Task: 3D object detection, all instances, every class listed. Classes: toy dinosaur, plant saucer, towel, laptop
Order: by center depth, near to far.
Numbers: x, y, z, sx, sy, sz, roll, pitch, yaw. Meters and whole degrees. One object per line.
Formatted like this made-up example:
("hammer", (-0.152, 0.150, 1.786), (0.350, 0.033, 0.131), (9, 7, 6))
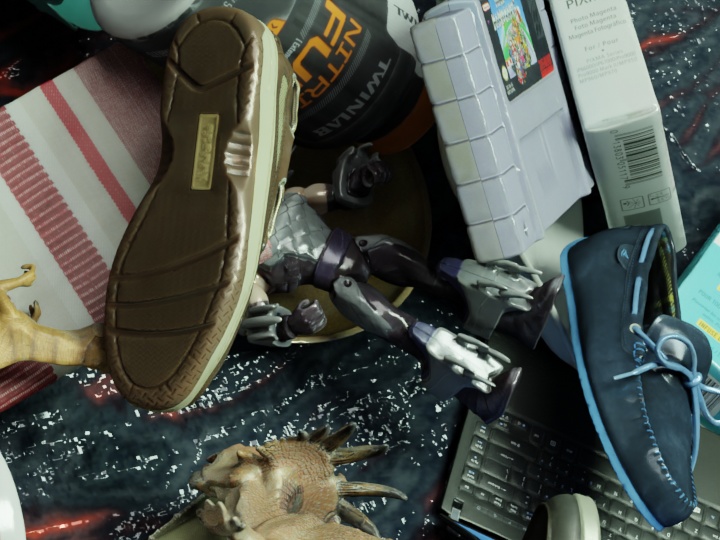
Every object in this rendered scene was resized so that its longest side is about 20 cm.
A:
("toy dinosaur", (-0.006, 0.146, 1.350), (0.200, 0.086, 0.136), (42, 38, 11))
("toy dinosaur", (-0.213, 0.036, 1.393), (0.200, 0.060, 0.106), (-14, 65, -12))
("towel", (-0.165, -0.016, 1.465), (0.200, 0.023, 0.144), (-30, 71, -12))
("laptop", (0.143, 0.122, 1.522), (0.177, 0.103, 0.200), (26, 52, -10))
("plant saucer", (-0.059, -0.040, 1.573), (0.200, 0.035, 0.200), (13, 55, -18))

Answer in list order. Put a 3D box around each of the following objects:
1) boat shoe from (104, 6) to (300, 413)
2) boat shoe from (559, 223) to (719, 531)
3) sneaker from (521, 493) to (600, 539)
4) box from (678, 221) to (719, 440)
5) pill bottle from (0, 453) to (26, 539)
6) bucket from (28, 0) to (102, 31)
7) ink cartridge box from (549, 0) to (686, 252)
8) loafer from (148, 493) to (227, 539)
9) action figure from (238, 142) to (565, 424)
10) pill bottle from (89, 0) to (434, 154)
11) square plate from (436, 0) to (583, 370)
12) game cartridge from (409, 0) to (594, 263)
("boat shoe", (-0.068, -0.024, 1.418), (0.075, 0.075, 0.203), (11, 81, 26))
("boat shoe", (0.154, 0.045, 1.532), (0.084, 0.069, 0.200), (50, 22, -48))
("sneaker", (0.041, 0.190, 1.381), (0.106, 0.200, 0.075), (20, 8, -6))
("box", (0.237, 0.006, 1.681), (0.082, 0.049, 0.200), (39, 50, 2))
("pill bottle", (-0.262, 0.133, 1.308), (0.200, 0.109, 0.109), (-6, 62, -30))
("bucket", (-0.166, -0.243, 1.550), (0.135, 0.207, 0.207), (27, 49, 12))
("ink cartridge box", (0.138, -0.127, 1.653), (0.057, 0.163, 0.200), (-11, 61, 7))
("loafer", (-0.079, 0.160, 1.407), (0.075, 0.070, 0.200), (41, 50, 3))
("action figure", (0.000, 0.000, 1.501), (0.200, 0.069, 0.130), (24, 69, 3))
("pill bottle", (-0.040, -0.131, 1.523), (0.200, 0.106, 0.106), (28, 45, -42))
("square plate", (0.082, -0.073, 1.597), (0.028, 0.200, 0.198), (-14, 49, 17))
("game cartridge", (0.078, -0.086, 1.496), (0.200, 0.038, 0.130), (-39, 117, -71))
